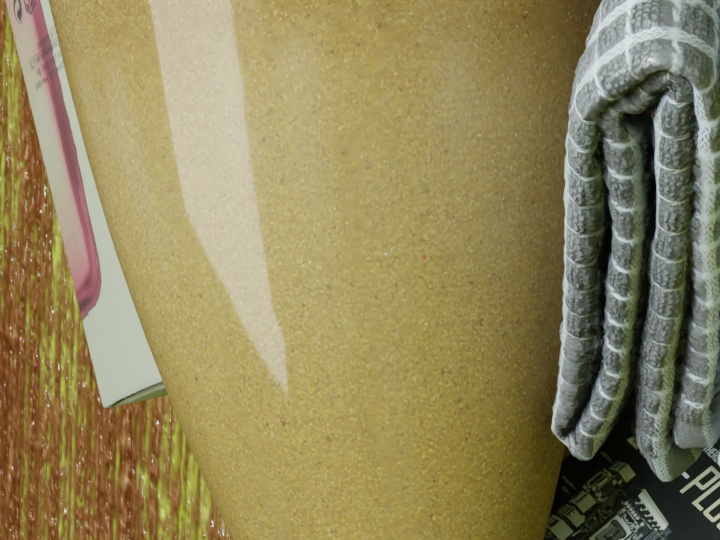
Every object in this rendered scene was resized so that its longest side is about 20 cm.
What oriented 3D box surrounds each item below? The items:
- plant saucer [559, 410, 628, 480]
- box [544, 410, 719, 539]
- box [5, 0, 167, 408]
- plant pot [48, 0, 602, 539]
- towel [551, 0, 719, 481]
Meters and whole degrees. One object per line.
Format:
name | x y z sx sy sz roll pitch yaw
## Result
plant saucer | 0.012 0.007 0.900 0.199 0.032 0.202 -7 73 25
box | 0.106 0.161 0.799 0.200 0.164 0.086 44 169 44
box | -0.063 -0.053 1.075 0.109 0.127 0.201 -22 80 61
plant pot | 0.000 0.000 0.795 0.186 0.185 0.201 -14 81 61
towel | 0.105 -0.050 0.715 0.201 0.085 0.166 85 -167 -50
